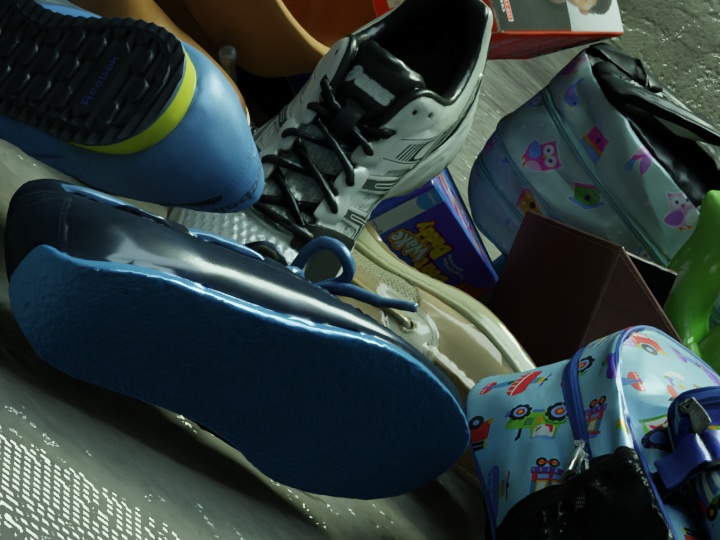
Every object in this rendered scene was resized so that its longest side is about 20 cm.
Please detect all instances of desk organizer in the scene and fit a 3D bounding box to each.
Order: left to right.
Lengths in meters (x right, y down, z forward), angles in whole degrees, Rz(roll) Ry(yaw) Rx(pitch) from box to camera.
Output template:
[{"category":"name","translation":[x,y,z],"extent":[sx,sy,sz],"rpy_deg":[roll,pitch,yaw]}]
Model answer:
[{"category":"desk organizer","translation":[0.108,0.028,1.194],"extent":[0.071,0.077,0.200],"rpy_deg":[22,2,-10]}]

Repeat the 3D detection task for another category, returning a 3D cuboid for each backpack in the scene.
[{"category":"backpack","translation":[0.154,-0.017,1.356],"extent":[0.200,0.127,0.167],"rpy_deg":[44,9,-13]},{"category":"backpack","translation":[0.129,0.106,0.987],"extent":[0.182,0.134,0.200],"rpy_deg":[34,28,-34]}]

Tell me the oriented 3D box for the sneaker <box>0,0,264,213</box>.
[{"category":"sneaker","translation":[-0.113,-0.067,0.989],"extent":[0.200,0.066,0.078],"rpy_deg":[26,-13,42]}]

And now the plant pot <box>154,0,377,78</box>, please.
[{"category":"plant pot","translation":[-0.087,-0.177,1.202],"extent":[0.200,0.139,0.201],"rpy_deg":[-11,90,-68]}]

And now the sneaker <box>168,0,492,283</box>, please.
[{"category":"sneaker","translation":[-0.015,-0.051,1.062],"extent":[0.075,0.088,0.200],"rpy_deg":[33,50,8]}]

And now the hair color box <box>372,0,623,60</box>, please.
[{"category":"hair color box","translation":[0.063,-0.156,1.288],"extent":[0.200,0.061,0.102],"rpy_deg":[-15,91,-68]}]

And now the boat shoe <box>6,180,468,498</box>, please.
[{"category":"boat shoe","translation":[-0.037,0.016,0.923],"extent":[0.200,0.084,0.069],"rpy_deg":[34,22,-42]}]

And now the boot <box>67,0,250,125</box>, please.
[{"category":"boot","translation":[-0.109,-0.126,1.047],"extent":[0.199,0.155,0.074],"rpy_deg":[31,54,-10]}]

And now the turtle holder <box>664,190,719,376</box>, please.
[{"category":"turtle holder","translation":[0.219,0.059,1.241],"extent":[0.141,0.132,0.186],"rpy_deg":[37,19,-41]}]

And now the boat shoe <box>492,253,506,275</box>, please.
[{"category":"boat shoe","translation":[0.102,0.016,1.466],"extent":[0.069,0.084,0.200],"rpy_deg":[50,29,0]}]

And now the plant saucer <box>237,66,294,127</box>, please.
[{"category":"plant saucer","translation":[-0.078,-0.103,1.351],"extent":[0.200,0.037,0.200],"rpy_deg":[41,11,-10]}]

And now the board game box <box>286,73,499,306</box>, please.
[{"category":"board game box","translation":[0.004,-0.075,1.319],"extent":[0.135,0.045,0.201],"rpy_deg":[55,10,-55]}]

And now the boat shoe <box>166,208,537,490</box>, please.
[{"category":"boat shoe","translation":[0.002,0.031,1.104],"extent":[0.200,0.071,0.064],"rpy_deg":[42,50,15]}]

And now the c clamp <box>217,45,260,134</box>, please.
[{"category":"c clamp","translation":[0.000,0.000,1.192],"extent":[0.200,0.027,0.171],"rpy_deg":[46,-10,8]}]
